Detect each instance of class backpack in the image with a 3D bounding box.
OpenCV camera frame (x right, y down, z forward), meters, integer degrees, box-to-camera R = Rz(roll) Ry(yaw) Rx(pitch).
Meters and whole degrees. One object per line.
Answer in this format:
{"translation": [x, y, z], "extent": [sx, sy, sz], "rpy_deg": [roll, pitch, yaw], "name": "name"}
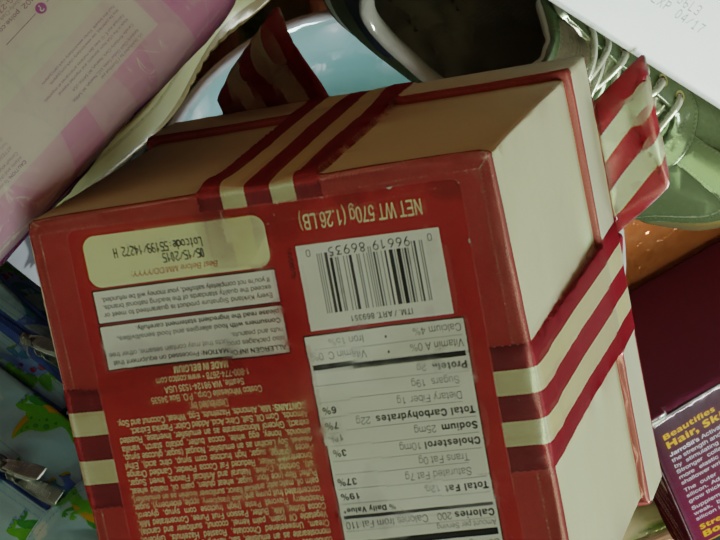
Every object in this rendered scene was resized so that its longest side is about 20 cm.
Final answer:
{"translation": [-0.141, 0.081, 1.046], "extent": [0.154, 0.200, 0.163], "rpy_deg": [-64, 164, -11], "name": "backpack"}

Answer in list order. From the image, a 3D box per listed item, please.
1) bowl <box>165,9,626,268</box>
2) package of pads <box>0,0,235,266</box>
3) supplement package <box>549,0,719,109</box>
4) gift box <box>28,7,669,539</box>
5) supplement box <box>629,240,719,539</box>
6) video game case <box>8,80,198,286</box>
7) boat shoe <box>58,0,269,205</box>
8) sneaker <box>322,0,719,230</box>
{"translation": [0.000, 0.000, 1.063], "extent": [0.200, 0.201, 0.105], "rpy_deg": [-14, 172, -16], "name": "bowl"}
{"translation": [-0.129, -0.049, 0.867], "extent": [0.076, 0.120, 0.200], "rpy_deg": [41, 75, -4], "name": "package of pads"}
{"translation": [0.093, -0.172, 0.967], "extent": [0.121, 0.200, 0.120], "rpy_deg": [26, 106, -40], "name": "supplement package"}
{"translation": [0.009, 0.012, 0.877], "extent": [0.184, 0.187, 0.201], "rpy_deg": [-3, 102, 15], "name": "gift box"}
{"translation": [0.201, 0.086, 1.328], "extent": [0.110, 0.086, 0.200], "rpy_deg": [-29, 135, -1], "name": "supplement box"}
{"translation": [-0.187, -0.043, 1.068], "extent": [0.200, 0.022, 0.182], "rpy_deg": [25, 114, -40], "name": "video game case"}
{"translation": [-0.090, -0.103, 1.016], "extent": [0.201, 0.073, 0.063], "rpy_deg": [-46, 116, -4], "name": "boat shoe"}
{"translation": [0.073, -0.073, 0.988], "extent": [0.200, 0.090, 0.067], "rpy_deg": [30, 93, -4], "name": "sneaker"}
